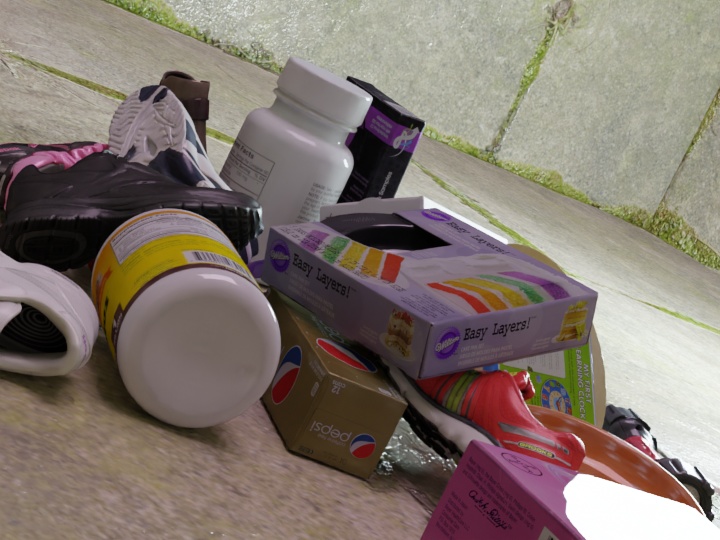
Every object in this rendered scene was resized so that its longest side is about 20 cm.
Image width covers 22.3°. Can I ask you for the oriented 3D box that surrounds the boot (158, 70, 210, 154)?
[{"bbox_3d":[-0.164,-0.104,1.685,0.070,0.147,0.200,5,15,-27],"label":"boot"}]

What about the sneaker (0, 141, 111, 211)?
[{"bbox_3d":[-0.276,-0.082,1.556,0.095,0.079,0.200,17,6,16],"label":"sneaker"}]

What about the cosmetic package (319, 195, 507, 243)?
[{"bbox_3d":[0.052,-0.006,1.682,0.107,0.085,0.200,-4,-11,28],"label":"cosmetic package"}]

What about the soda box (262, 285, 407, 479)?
[{"bbox_3d":[-0.033,0.078,1.351,0.067,0.064,0.200,23,10,-21],"label":"soda box"}]

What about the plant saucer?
[{"bbox_3d":[0.173,0.172,1.406,0.199,0.038,0.200,23,20,-9],"label":"plant saucer"}]

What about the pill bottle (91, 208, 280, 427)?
[{"bbox_3d":[-0.126,0.024,1.257,0.109,0.110,0.200,22,11,-21],"label":"pill bottle"}]

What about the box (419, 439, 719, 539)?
[{"bbox_3d":[0.162,0.204,1.108,0.199,0.097,0.176,21,11,-32],"label":"box"}]

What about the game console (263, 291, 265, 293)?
[{"bbox_3d":[0.040,0.033,1.610,0.170,0.119,0.199,35,12,39],"label":"game console"}]

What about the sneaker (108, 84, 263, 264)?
[{"bbox_3d":[-0.146,-0.062,1.584,0.199,0.079,0.130,54,-2,37],"label":"sneaker"}]

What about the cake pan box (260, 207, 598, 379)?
[{"bbox_3d":[0.050,0.012,1.391,0.183,0.053,0.200,-5,25,-41],"label":"cake pan box"}]

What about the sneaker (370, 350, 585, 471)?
[{"bbox_3d":[0.086,0.099,1.342,0.200,0.085,0.077,40,-15,32],"label":"sneaker"}]

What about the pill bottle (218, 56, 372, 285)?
[{"bbox_3d":[-0.071,-0.094,1.735,0.114,0.201,0.114,25,10,-5],"label":"pill bottle"}]

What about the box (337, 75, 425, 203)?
[{"bbox_3d":[-0.014,-0.080,1.816,0.036,0.201,0.143,16,13,-28],"label":"box"}]

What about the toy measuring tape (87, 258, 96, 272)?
[{"bbox_3d":[-0.150,-0.007,1.443,0.199,0.074,0.074,24,10,5],"label":"toy measuring tape"}]

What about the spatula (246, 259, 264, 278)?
[{"bbox_3d":[0.000,0.000,1.547,0.199,0.021,0.057,4,-17,-8],"label":"spatula"}]

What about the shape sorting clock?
[{"bbox_3d":[0.142,0.076,1.533,0.199,0.201,0.039,19,-27,-38],"label":"shape sorting clock"}]

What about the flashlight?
[{"bbox_3d":[0.249,0.170,1.593,0.068,0.068,0.200,21,12,-14],"label":"flashlight"}]

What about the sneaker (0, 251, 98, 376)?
[{"bbox_3d":[-0.252,0.006,1.123,0.199,0.075,0.100,24,9,-13],"label":"sneaker"}]

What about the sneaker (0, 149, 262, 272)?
[{"bbox_3d":[-0.174,-0.053,1.386,0.199,0.076,0.091,1,48,-11],"label":"sneaker"}]
